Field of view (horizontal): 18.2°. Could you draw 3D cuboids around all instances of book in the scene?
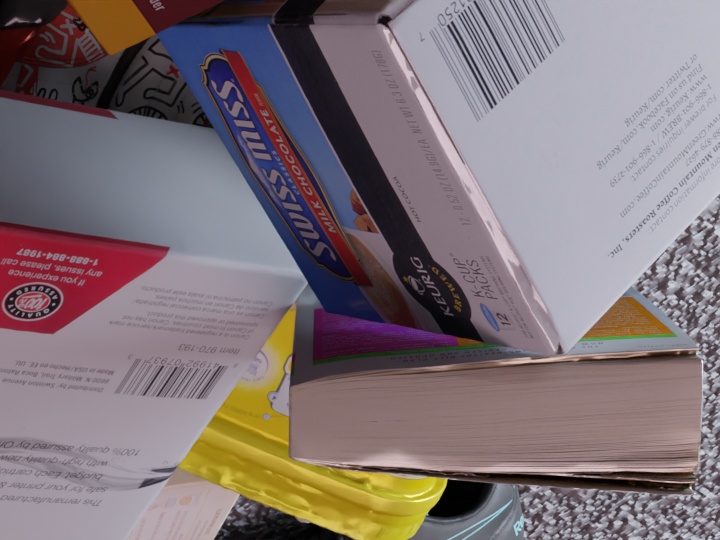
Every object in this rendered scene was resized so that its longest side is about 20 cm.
[{"bbox_3d":[0.041,0.032,0.807,0.134,0.200,0.048,1,99,0],"label":"book"}]

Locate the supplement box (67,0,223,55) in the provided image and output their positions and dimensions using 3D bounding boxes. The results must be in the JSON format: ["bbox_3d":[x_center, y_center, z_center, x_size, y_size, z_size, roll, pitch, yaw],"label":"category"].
[{"bbox_3d":[-0.038,-0.213,0.704,0.197,0.200,0.133,-24,139,8],"label":"supplement box"}]

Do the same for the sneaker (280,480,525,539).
[{"bbox_3d":[-0.003,0.151,1.248,0.200,0.075,0.079,-13,127,-15],"label":"sneaker"}]

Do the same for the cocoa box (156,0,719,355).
[{"bbox_3d":[0.059,-0.088,0.760,0.200,0.131,0.133,-44,119,-25],"label":"cocoa box"}]

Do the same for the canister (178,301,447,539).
[{"bbox_3d":[0.000,0.000,0.950,0.148,0.087,0.200,23,117,-7],"label":"canister"}]

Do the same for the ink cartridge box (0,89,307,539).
[{"bbox_3d":[-0.135,0.034,0.880,0.145,0.083,0.200,8,131,-38],"label":"ink cartridge box"}]

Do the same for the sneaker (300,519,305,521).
[{"bbox_3d":[-0.018,0.041,1.077,0.070,0.080,0.200,-19,143,-22],"label":"sneaker"}]

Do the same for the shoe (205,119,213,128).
[{"bbox_3d":[-0.136,-0.051,0.979,0.200,0.053,0.070,-17,109,-6],"label":"shoe"}]

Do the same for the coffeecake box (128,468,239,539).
[{"bbox_3d":[-0.166,0.098,1.074,0.200,0.073,0.154,-6,162,-14],"label":"coffeecake box"}]

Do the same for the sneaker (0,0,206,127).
[{"bbox_3d":[-0.134,-0.027,0.922,0.108,0.067,0.201,30,96,-16],"label":"sneaker"}]
